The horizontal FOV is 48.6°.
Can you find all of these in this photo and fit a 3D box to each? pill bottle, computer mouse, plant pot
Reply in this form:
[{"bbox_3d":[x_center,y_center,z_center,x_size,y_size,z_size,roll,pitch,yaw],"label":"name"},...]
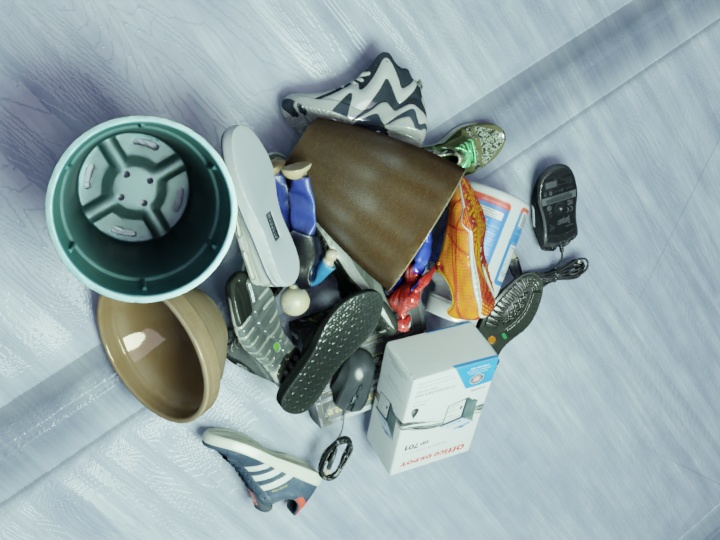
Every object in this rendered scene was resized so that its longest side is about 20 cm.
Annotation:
[{"bbox_3d":[0.167,-0.022,1.188,0.112,0.112,0.201,20,92,-25],"label":"pill bottle"},{"bbox_3d":[-0.020,0.210,1.146,0.058,0.034,0.202,9,98,-26],"label":"computer mouse"},{"bbox_3d":[-0.235,0.083,1.014,0.093,0.200,0.202,-34,116,-45],"label":"plant pot"},{"bbox_3d":[0.003,-0.105,1.039,0.199,0.187,0.188,32,87,0],"label":"plant pot"},{"bbox_3d":[-0.259,-0.085,0.938,0.198,0.196,0.202,-5,105,-18],"label":"plant pot"},{"bbox_3d":[0.284,-0.065,1.271,0.139,0.046,0.201,-22,114,-13],"label":"computer mouse"}]

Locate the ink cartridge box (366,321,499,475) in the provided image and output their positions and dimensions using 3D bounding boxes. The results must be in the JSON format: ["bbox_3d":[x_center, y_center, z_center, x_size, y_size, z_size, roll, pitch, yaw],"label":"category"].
[{"bbox_3d":[0.101,0.186,1.157,0.145,0.086,0.201,-11,130,-25],"label":"ink cartridge box"}]

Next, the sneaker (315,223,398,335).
[{"bbox_3d":[0.000,0.000,1.116,0.079,0.074,0.201,-30,88,-29],"label":"sneaker"}]

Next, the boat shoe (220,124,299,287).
[{"bbox_3d":[-0.136,-0.072,0.953,0.071,0.069,0.201,-48,127,-52],"label":"boat shoe"}]

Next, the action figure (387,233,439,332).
[{"bbox_3d":[0.082,-0.008,1.150,0.052,0.065,0.202,29,70,-37],"label":"action figure"}]

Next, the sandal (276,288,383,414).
[{"bbox_3d":[-0.048,0.098,1.058,0.201,0.048,0.075,-51,133,5],"label":"sandal"}]

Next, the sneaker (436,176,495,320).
[{"bbox_3d":[0.135,-0.031,1.105,0.073,0.077,0.202,12,73,-58],"label":"sneaker"}]

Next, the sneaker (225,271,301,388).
[{"bbox_3d":[-0.158,0.081,1.062,0.075,0.115,0.201,-51,134,-35],"label":"sneaker"}]

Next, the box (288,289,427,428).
[{"bbox_3d":[0.007,0.123,1.184,0.199,0.048,0.160,-19,109,-19],"label":"box"}]

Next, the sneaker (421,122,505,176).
[{"bbox_3d":[0.137,-0.160,1.158,0.199,0.089,0.077,-24,109,-17],"label":"sneaker"}]

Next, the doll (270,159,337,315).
[{"bbox_3d":[-0.091,-0.037,1.011,0.048,0.135,0.202,-36,128,-52],"label":"doll"}]

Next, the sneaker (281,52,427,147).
[{"bbox_3d":[-0.002,-0.242,1.094,0.197,0.080,0.131,6,62,6],"label":"sneaker"}]

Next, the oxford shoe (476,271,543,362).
[{"bbox_3d":[0.206,0.079,1.239,0.072,0.085,0.201,33,102,-17],"label":"oxford shoe"}]

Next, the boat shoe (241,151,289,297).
[{"bbox_3d":[-0.119,-0.058,1.084,0.072,0.060,0.204,5,99,-24],"label":"boat shoe"}]

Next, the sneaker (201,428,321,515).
[{"bbox_3d":[-0.149,0.293,1.138,0.199,0.075,0.085,31,84,-26],"label":"sneaker"}]
